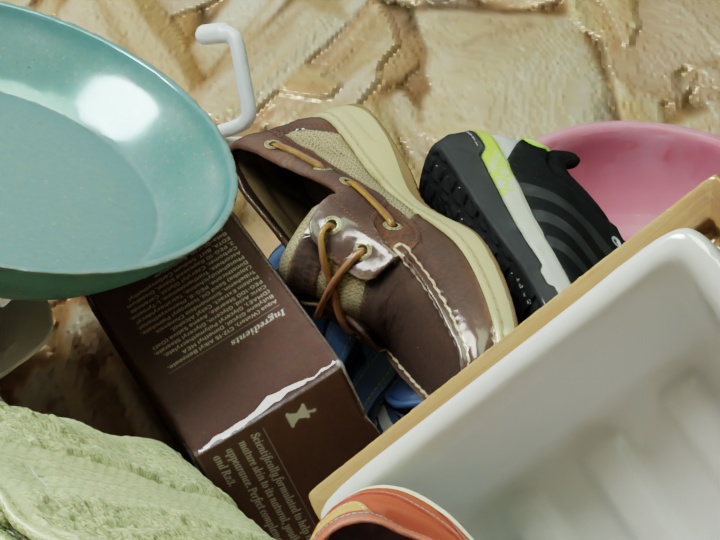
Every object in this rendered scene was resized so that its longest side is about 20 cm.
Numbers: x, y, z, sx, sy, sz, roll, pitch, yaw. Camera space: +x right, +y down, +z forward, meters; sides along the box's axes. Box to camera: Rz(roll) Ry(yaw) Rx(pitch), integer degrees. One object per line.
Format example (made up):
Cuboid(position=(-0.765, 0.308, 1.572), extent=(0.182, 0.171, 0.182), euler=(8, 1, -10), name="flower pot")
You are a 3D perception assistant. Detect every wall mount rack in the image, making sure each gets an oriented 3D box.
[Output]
Cuboid(position=(-0.152, -0.071, 1.229), extent=(0.173, 0.075, 0.200), euler=(-13, -3, 37), name="wall mount rack")

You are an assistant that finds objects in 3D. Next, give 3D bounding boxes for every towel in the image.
Cuboid(position=(-0.080, 0.090, 0.896), extent=(0.148, 0.037, 0.200), euler=(34, 4, 33), name="towel")

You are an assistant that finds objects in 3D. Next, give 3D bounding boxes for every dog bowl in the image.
Cuboid(position=(0.138, 0.004, 1.212), extent=(0.199, 0.074, 0.200), euler=(7, 36, -5), name="dog bowl")

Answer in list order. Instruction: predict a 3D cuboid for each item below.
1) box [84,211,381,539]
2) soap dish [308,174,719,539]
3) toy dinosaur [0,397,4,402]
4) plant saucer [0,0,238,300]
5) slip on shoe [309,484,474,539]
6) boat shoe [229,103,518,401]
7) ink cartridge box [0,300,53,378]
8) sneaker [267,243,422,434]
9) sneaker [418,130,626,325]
Cuboid(position=(-0.063, 0.029, 1.092), extent=(0.075, 0.100, 0.200), euler=(-32, 45, -8), name="box")
Cuboid(position=(0.099, 0.087, 0.899), extent=(0.158, 0.200, 0.081), euler=(56, 27, 11), name="soap dish")
Cuboid(position=(-0.134, 0.147, 0.975), extent=(0.181, 0.105, 0.200), euler=(-20, 77, -48), name="toy dinosaur")
Cuboid(position=(-0.148, -0.045, 1.026), extent=(0.199, 0.036, 0.200), euler=(15, 32, -10), name="plant saucer")
Cuboid(position=(0.054, 0.147, 0.846), extent=(0.200, 0.074, 0.061), euler=(44, 10, 17), name="slip on shoe")
Cuboid(position=(0.000, 0.000, 1.066), extent=(0.072, 0.072, 0.200), euler=(-6, 40, -24), name="boat shoe")
Cuboid(position=(-0.231, 0.015, 1.060), extent=(0.199, 0.126, 0.129), euler=(0, 36, -15), name="ink cartridge box")
Cuboid(position=(0.020, 0.048, 1.123), extent=(0.082, 0.074, 0.200), euler=(-27, 48, -38), name="sneaker")
Cuboid(position=(0.089, 0.005, 1.085), extent=(0.083, 0.072, 0.200), euler=(-2, 44, -20), name="sneaker")
